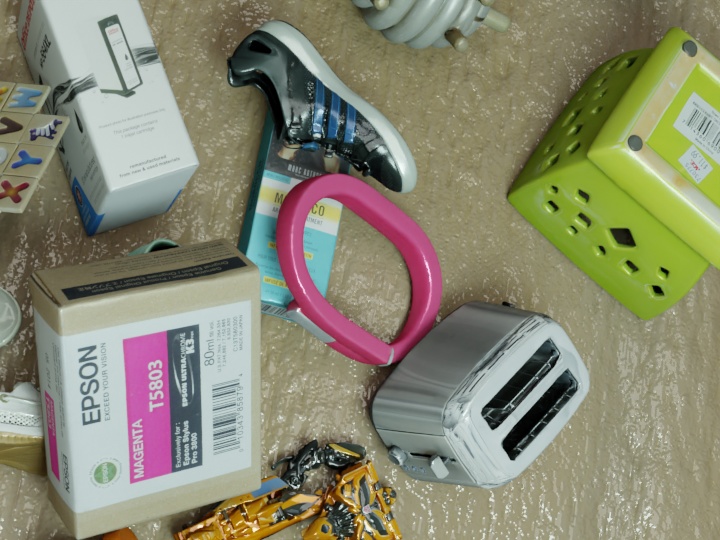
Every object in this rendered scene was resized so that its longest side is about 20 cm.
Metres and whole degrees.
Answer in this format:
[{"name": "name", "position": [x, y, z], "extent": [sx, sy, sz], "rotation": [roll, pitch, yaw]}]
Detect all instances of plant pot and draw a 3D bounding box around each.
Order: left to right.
[{"name": "plant pot", "position": [0.293, -0.101, 1.314], "extent": [0.199, 0.181, 0.200], "rotation": [39, 68, -5]}]

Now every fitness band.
[{"name": "fitness band", "position": [0.000, 0.000, 1.222], "extent": [0.199, 0.037, 0.145], "rotation": [36, 61, -36]}]

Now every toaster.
[{"name": "toaster", "position": [0.114, 0.107, 1.216], "extent": [0.200, 0.129, 0.114], "rotation": [-42, 114, -23]}]

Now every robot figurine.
[{"name": "robot figurine", "position": [-0.051, 0.232, 1.176], "extent": [0.198, 0.058, 0.146], "rotation": [-22, 86, -22]}]

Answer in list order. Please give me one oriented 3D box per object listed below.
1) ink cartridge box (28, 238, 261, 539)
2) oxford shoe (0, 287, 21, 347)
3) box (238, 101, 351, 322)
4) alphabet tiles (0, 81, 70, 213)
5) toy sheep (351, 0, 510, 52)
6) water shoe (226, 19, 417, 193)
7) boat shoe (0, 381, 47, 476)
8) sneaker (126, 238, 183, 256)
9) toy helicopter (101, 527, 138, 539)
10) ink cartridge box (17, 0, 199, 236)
[{"name": "ink cartridge box", "position": [-0.163, 0.090, 1.064], "extent": [0.163, 0.075, 0.202], "rotation": [-13, 117, -28]}, {"name": "oxford shoe", "position": [-0.375, 0.014, 1.118], "extent": [0.198, 0.058, 0.076], "rotation": [23, 69, -14]}, {"name": "box", "position": [-0.060, -0.059, 1.250], "extent": [0.081, 0.049, 0.202], "rotation": [15, 73, -15]}, {"name": "alphabet tiles", "position": [-0.341, -0.095, 1.110], "extent": [0.198, 0.006, 0.168], "rotation": [7, 55, 18]}, {"name": "toy sheep", "position": [0.061, -0.272, 1.303], "extent": [0.199, 0.137, 0.139], "rotation": [28, 69, -25]}, {"name": "water shoe", "position": [-0.037, -0.129, 1.215], "extent": [0.200, 0.072, 0.079], "rotation": [46, 71, 3]}, {"name": "boat shoe", "position": [-0.276, 0.122, 1.118], "extent": [0.198, 0.071, 0.070], "rotation": [12, 51, -28]}, {"name": "sneaker", "position": [-0.148, 0.070, 1.150], "extent": [0.073, 0.118, 0.202], "rotation": [-25, 87, -24]}, {"name": "toy helicopter", "position": [-0.189, 0.313, 1.081], "extent": [0.078, 0.132, 0.202], "rotation": [-24, 104, 6]}, {"name": "ink cartridge box", "position": [-0.220, -0.150, 1.164], "extent": [0.084, 0.146, 0.202], "rotation": [-19, 83, -21]}]
